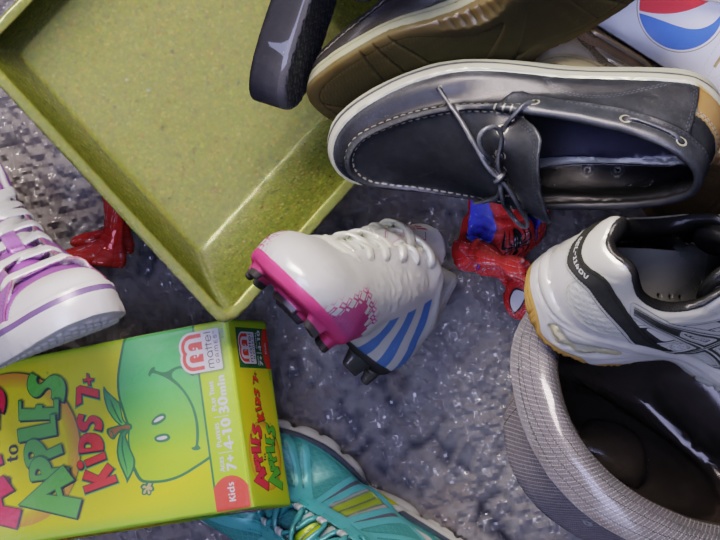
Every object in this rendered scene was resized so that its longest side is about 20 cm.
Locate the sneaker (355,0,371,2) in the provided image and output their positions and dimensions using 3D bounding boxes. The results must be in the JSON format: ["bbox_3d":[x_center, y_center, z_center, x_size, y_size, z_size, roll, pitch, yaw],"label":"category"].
[{"bbox_3d":[0.035,-0.213,1.345,0.079,0.095,0.200,31,60,2],"label":"sneaker"}]

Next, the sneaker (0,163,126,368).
[{"bbox_3d":[-0.191,-0.009,1.423,0.073,0.200,0.114,-21,96,-24],"label":"sneaker"}]

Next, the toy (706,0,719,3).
[{"bbox_3d":[0.177,-0.236,1.339,0.115,0.047,0.200,7,112,-3],"label":"toy"}]

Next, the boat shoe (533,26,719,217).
[{"bbox_3d":[0.166,-0.067,1.403,0.200,0.065,0.071,35,133,-26],"label":"boat shoe"}]

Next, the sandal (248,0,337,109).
[{"bbox_3d":[-0.024,-0.183,1.368,0.043,0.076,0.200,18,84,12],"label":"sandal"}]

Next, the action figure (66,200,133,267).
[{"bbox_3d":[-0.161,-0.109,1.452,0.099,0.065,0.200,8,101,-2],"label":"action figure"}]

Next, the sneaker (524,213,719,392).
[{"bbox_3d":[0.186,0.014,1.362,0.200,0.088,0.076,3,63,-27],"label":"sneaker"}]

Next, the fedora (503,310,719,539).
[{"bbox_3d":[0.155,0.089,1.417,0.200,0.177,0.090,13,146,-21],"label":"fedora"}]

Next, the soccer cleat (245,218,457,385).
[{"bbox_3d":[0.000,0.000,1.395,0.070,0.200,0.086,44,90,16],"label":"soccer cleat"}]

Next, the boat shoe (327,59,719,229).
[{"bbox_3d":[0.080,-0.060,1.328,0.200,0.062,0.075,-1,134,11],"label":"boat shoe"}]

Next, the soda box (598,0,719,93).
[{"bbox_3d":[0.192,-0.122,1.402,0.200,0.068,0.064,32,100,2],"label":"soda box"}]

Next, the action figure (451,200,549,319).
[{"bbox_3d":[0.074,-0.066,1.411,0.065,0.099,0.200,-22,105,-25],"label":"action figure"}]

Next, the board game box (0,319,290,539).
[{"bbox_3d":[-0.143,0.093,1.469,0.200,0.048,0.102,-11,83,23],"label":"board game box"}]

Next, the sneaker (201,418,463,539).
[{"bbox_3d":[-0.015,0.144,1.475,0.200,0.080,0.078,27,103,4],"label":"sneaker"}]

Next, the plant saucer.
[{"bbox_3d":[-0.079,-0.110,1.403,0.200,0.048,0.200,-49,113,-18],"label":"plant saucer"}]

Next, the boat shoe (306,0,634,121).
[{"bbox_3d":[0.059,-0.136,1.346,0.201,0.066,0.072,-27,137,31],"label":"boat shoe"}]
